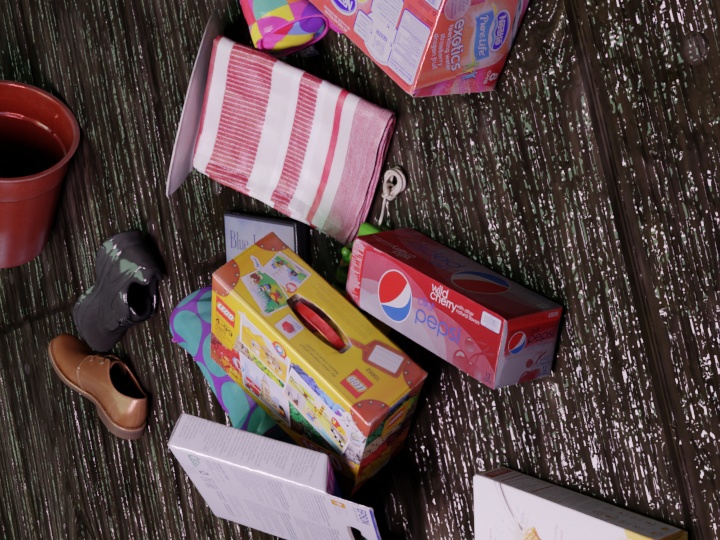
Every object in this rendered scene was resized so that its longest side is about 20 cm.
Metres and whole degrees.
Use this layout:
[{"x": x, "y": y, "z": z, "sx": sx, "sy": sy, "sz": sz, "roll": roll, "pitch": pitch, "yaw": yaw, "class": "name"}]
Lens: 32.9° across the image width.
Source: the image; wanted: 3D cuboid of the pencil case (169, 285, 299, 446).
[{"x": -0.123, "y": 0.111, "z": 1.265, "sx": 0.093, "sy": 0.085, "sz": 0.200, "roll": -54, "pitch": 55, "yaw": 27, "class": "pencil case"}]

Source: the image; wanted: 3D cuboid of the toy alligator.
[{"x": 0.000, "y": 0.000, "z": 1.133, "sx": 0.059, "sy": 0.054, "sz": 0.201, "roll": 33, "pitch": 123, "yaw": 44, "class": "toy alligator"}]

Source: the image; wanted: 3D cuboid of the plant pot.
[{"x": -0.493, "y": -0.121, "z": 1.663, "sx": 0.201, "sy": 0.200, "sz": 0.196, "roll": 55, "pitch": 144, "yaw": 30, "class": "plant pot"}]

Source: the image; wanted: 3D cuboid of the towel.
[{"x": -0.069, "y": -0.123, "z": 1.159, "sx": 0.199, "sy": 0.023, "sz": 0.145, "roll": 27, "pitch": 121, "yaw": 18, "class": "towel"}]

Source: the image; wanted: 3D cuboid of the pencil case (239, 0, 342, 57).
[{"x": -0.088, "y": -0.301, "z": 1.167, "sx": 0.088, "sy": 0.088, "sz": 0.201, "roll": -36, "pitch": 71, "yaw": 50, "class": "pencil case"}]

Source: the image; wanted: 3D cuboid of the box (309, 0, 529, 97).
[{"x": 0.036, "y": -0.238, "z": 1.002, "sx": 0.200, "sy": 0.094, "sz": 0.103, "roll": 48, "pitch": 132, "yaw": 36, "class": "box"}]

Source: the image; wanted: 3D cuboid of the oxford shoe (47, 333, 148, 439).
[{"x": -0.340, "y": 0.134, "z": 1.607, "sx": 0.200, "sy": 0.071, "sz": 0.072, "roll": 37, "pitch": 121, "yaw": 30, "class": "oxford shoe"}]

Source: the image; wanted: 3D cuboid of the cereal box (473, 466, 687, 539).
[{"x": 0.169, "y": 0.251, "z": 0.973, "sx": 0.200, "sy": 0.039, "sz": 0.145, "roll": 10, "pitch": 105, "yaw": 52, "class": "cereal box"}]

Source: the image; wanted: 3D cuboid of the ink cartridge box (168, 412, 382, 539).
[{"x": -0.065, "y": 0.212, "z": 1.149, "sx": 0.199, "sy": 0.043, "sz": 0.197, "roll": 14, "pitch": 153, "yaw": 14, "class": "ink cartridge box"}]

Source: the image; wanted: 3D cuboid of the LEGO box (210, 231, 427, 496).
[{"x": -0.044, "y": 0.087, "z": 1.116, "sx": 0.200, "sy": 0.077, "sz": 0.149, "roll": 42, "pitch": 150, "yaw": 20, "class": "LEGO box"}]

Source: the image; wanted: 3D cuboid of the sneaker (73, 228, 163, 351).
[{"x": -0.302, "y": 0.043, "z": 1.533, "sx": 0.091, "sy": 0.076, "sz": 0.200, "roll": 49, "pitch": 137, "yaw": 23, "class": "sneaker"}]

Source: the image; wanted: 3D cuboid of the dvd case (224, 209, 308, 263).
[{"x": -0.099, "y": 0.040, "z": 1.302, "sx": 0.142, "sy": 0.017, "sz": 0.201, "roll": 11, "pitch": 106, "yaw": 52, "class": "dvd case"}]

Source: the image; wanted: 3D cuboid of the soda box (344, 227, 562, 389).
[{"x": 0.074, "y": 0.027, "z": 1.027, "sx": 0.200, "sy": 0.070, "sz": 0.064, "roll": 30, "pitch": 121, "yaw": 46, "class": "soda box"}]

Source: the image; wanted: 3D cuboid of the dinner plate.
[{"x": -0.168, "y": -0.171, "z": 1.271, "sx": 0.200, "sy": 0.024, "sz": 0.201, "roll": -164, "pitch": 90, "yaw": -85, "class": "dinner plate"}]
